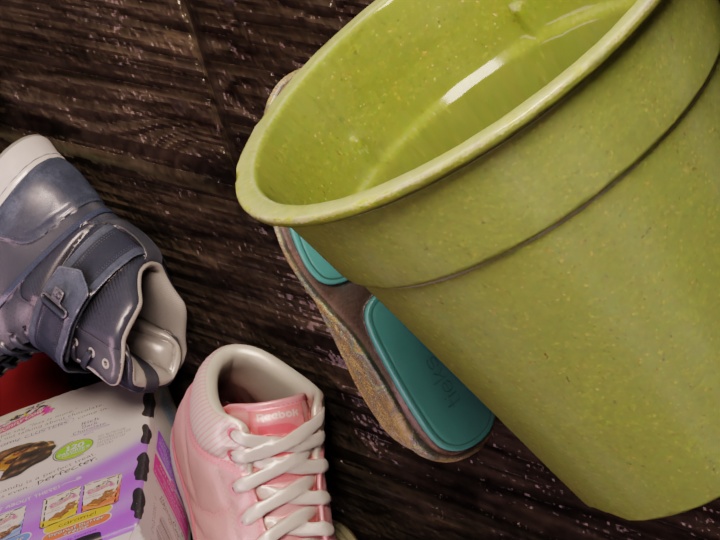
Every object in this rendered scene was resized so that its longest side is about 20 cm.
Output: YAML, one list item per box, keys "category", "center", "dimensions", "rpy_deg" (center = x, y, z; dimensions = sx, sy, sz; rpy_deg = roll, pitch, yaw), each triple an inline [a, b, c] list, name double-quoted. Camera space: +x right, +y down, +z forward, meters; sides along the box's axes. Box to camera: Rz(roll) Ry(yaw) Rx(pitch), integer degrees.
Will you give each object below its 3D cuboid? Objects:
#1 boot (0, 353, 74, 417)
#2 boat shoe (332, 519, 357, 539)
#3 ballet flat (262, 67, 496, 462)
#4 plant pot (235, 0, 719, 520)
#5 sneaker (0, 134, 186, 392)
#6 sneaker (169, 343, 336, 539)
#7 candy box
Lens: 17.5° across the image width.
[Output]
- category: "boot"
  center: [-0.170, 0.117, 1.428]
  dimensions: [0.144, 0.072, 0.201]
  rpy_deg: [36, 150, 24]
- category: "boat shoe"
  center: [-0.033, 0.240, 1.294]
  dimensions: [0.074, 0.066, 0.202]
  rpy_deg: [3, 94, 48]
- category: "ballet flat"
  center: [0.000, 0.000, 1.100]
  dimensions: [0.070, 0.071, 0.201]
  rpy_deg: [-9, 112, 55]
- category: "plant pot"
  center: [0.086, -0.013, 0.878]
  dimensions: [0.199, 0.200, 0.190]
  rpy_deg: [-3, 128, 54]
- category: "sneaker"
  center: [-0.184, 0.048, 1.307]
  dimensions: [0.146, 0.077, 0.203]
  rpy_deg: [39, 109, 18]
- category: "sneaker"
  center: [-0.046, 0.128, 1.228]
  dimensions: [0.105, 0.075, 0.201]
  rpy_deg: [112, 142, -49]
- category: "candy box"
  center: [-0.181, 0.146, 1.292]
  dimensions: [0.200, 0.167, 0.072]
  rpy_deg: [-94, -17, -67]
